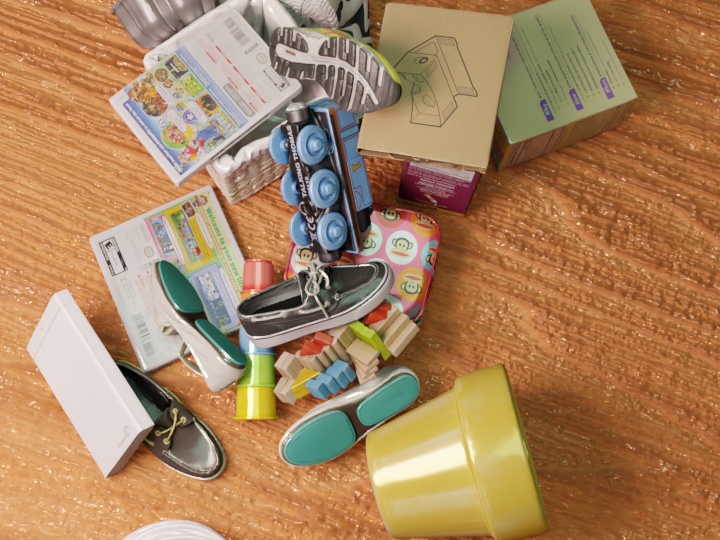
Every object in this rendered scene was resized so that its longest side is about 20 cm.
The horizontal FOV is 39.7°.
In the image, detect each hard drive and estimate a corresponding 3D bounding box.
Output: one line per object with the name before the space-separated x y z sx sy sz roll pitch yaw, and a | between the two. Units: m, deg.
hard drive | -0.338 0.142 1.234 0.026 0.132 0.201 -24 72 -46

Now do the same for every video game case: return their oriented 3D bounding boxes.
video game case | -0.242 0.009 1.329 0.179 0.022 0.203 -24 75 -9
video game case | -0.191 -0.217 1.236 0.199 0.018 0.144 -39 78 -12

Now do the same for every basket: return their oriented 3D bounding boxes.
basket | -0.153 -0.226 1.331 0.198 0.161 0.200 -34 78 -13

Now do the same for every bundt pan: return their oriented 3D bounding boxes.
bundt pan | -0.236 -0.364 1.361 0.199 0.202 0.077 -29 101 -10

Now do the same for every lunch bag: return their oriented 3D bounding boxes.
lunch bag | 0.000 0.000 1.312 0.196 0.082 0.180 15 74 1

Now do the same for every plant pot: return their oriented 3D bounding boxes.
plant pot | 0.111 0.234 1.199 0.185 0.201 0.205 -16 74 8

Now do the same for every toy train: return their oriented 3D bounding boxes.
toy train | -0.038 -0.113 1.225 0.113 0.086 0.204 -27 113 -36

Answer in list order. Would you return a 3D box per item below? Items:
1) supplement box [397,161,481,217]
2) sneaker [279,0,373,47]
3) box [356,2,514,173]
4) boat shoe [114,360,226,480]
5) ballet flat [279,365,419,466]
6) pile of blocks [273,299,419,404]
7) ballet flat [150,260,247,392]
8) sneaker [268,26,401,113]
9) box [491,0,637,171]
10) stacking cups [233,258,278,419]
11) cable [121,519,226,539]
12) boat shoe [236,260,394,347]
supplement box | 0.114 -0.172 1.307 0.101 0.200 0.133 14 72 1
sneaker | -0.044 -0.377 1.381 0.078 0.198 0.132 -18 56 32
box | 0.090 -0.223 1.204 0.160 0.021 0.204 9 74 10
boat shoe | -0.253 0.189 1.254 0.200 0.061 0.072 38 75 9
ballet flat | -0.017 0.181 1.263 0.198 0.070 0.070 -29 77 -11
pile of blocks | -0.027 0.100 1.224 0.198 0.062 0.083 -33 39 6
ballet flat | -0.220 0.074 1.263 0.069 0.070 0.200 -36 65 -12
sneaker | -0.016 -0.250 1.195 0.199 0.080 0.089 33 33 33
box | 0.252 -0.264 1.395 0.196 0.097 0.179 -20 75 -9
stacking cups | -0.131 0.088 1.272 0.059 0.061 0.205 1 83 -2
cable | -0.225 0.403 1.189 0.198 0.069 0.201 -33 78 -12
boat shoe | -0.056 0.026 1.214 0.196 0.069 0.074 -18 46 6
